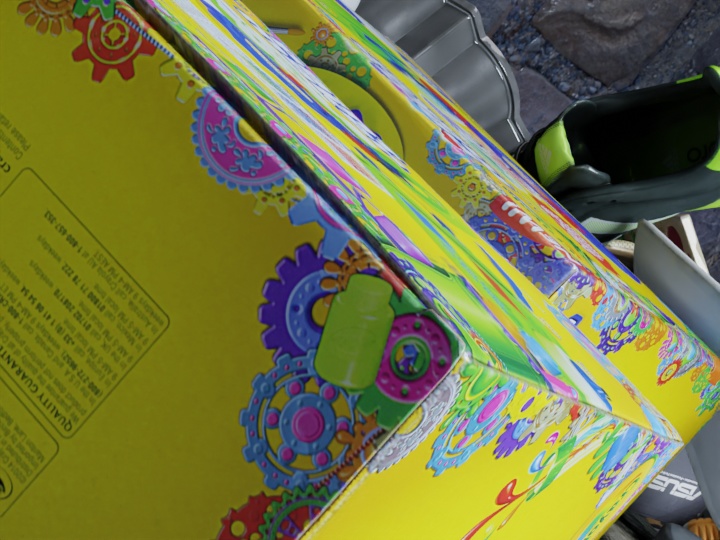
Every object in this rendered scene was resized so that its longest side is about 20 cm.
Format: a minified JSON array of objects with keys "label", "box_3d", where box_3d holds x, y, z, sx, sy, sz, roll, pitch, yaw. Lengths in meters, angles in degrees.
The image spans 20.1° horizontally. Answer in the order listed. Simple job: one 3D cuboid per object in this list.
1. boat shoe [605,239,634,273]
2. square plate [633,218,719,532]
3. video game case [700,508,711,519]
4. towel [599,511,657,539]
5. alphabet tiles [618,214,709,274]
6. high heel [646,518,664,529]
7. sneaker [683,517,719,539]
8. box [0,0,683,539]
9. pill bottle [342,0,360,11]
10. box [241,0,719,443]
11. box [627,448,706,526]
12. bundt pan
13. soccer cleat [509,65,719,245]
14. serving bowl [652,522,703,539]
[{"label":"boat shoe","box_3d":[0.111,0.023,0.902,0.074,0.075,0.203,33,21,-4]},{"label":"square plate","box_3d":[0.176,0.101,0.784,0.200,0.028,0.199,51,-10,48]},{"label":"video game case","box_3d":[0.222,0.104,1.024,0.182,0.045,0.200,64,-19,5]},{"label":"towel","box_3d":[0.116,0.128,1.041,0.200,0.035,0.192,46,5,39]},{"label":"alphabet tiles","box_3d":[0.144,0.019,1.028,0.200,0.006,0.168,-172,-117,-78]},{"label":"high heel","box_3d":[0.216,0.096,1.207,0.142,0.200,0.072,36,53,-20]},{"label":"sneaker","box_3d":[0.224,0.193,0.939,0.201,0.077,0.078,61,5,-7]},{"label":"box","box_3d":[-0.054,0.004,0.444,0.200,0.122,0.192,45,8,21]},{"label":"pill bottle","box_3d":[-0.062,-0.130,0.853,0.119,0.120,0.200,42,-24,-7]},{"label":"box","box_3d":[0.000,0.000,0.702,0.200,0.122,0.192,47,9,26]},{"label":"box","box_3d":[0.066,0.039,0.979,0.199,0.049,0.161,20,20,-34]},{"label":"bundt pan","box_3d":[-0.007,-0.085,1.109,0.201,0.076,0.203,34,-34,27]},{"label":"soccer cleat","box_3d":[0.081,-0.034,0.826,0.081,0.199,0.068,19,53,-52]},{"label":"serving bowl","box_3d":[0.171,0.193,0.797,0.200,0.066,0.200,43,8,-7]}]
